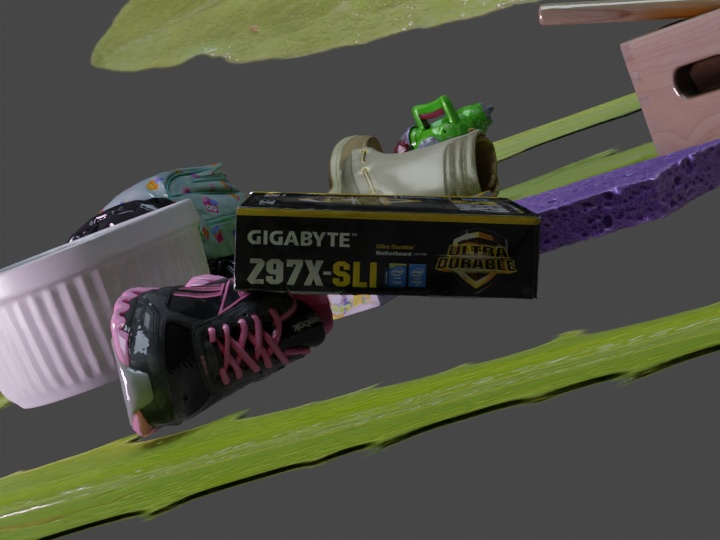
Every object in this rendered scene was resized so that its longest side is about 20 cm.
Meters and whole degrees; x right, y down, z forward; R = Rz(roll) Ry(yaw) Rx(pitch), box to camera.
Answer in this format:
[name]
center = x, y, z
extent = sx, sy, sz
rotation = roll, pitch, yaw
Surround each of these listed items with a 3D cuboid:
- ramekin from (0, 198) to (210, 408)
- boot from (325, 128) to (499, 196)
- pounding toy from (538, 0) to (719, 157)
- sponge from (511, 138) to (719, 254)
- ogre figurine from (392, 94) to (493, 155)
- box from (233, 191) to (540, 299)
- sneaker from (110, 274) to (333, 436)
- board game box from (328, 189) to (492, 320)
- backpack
[ramekin]
center = -0.204, 0.028, 1.565
extent = 0.199, 0.106, 0.200
rotation = -21, 4, 1
[boot]
center = 0.049, -0.087, 1.840
extent = 0.155, 0.073, 0.200
rotation = -20, 19, 14
[pounding toy]
center = 0.259, -0.152, 1.358
extent = 0.184, 0.143, 0.200
rotation = -22, 5, -26
[sponge]
center = 0.131, -0.035, 1.278
extent = 0.199, 0.030, 0.111
rotation = -17, 6, 38
[ogre figurine]
center = 0.072, -0.128, 2.235
extent = 0.120, 0.099, 0.200
rotation = -32, -15, 39
[box]
center = 0.012, -0.016, 1.142
extent = 0.159, 0.050, 0.200
rotation = 3, 4, -1
[sneaker]
center = -0.071, 0.037, 1.137
extent = 0.095, 0.079, 0.200
rotation = -7, 10, 18
[board game box]
center = 0.000, 0.000, 1.421
extent = 0.134, 0.034, 0.200
rotation = -19, 5, 31
[backpack]
center = -0.158, -0.017, 1.756
extent = 0.166, 0.127, 0.200
rotation = -24, -2, 27
